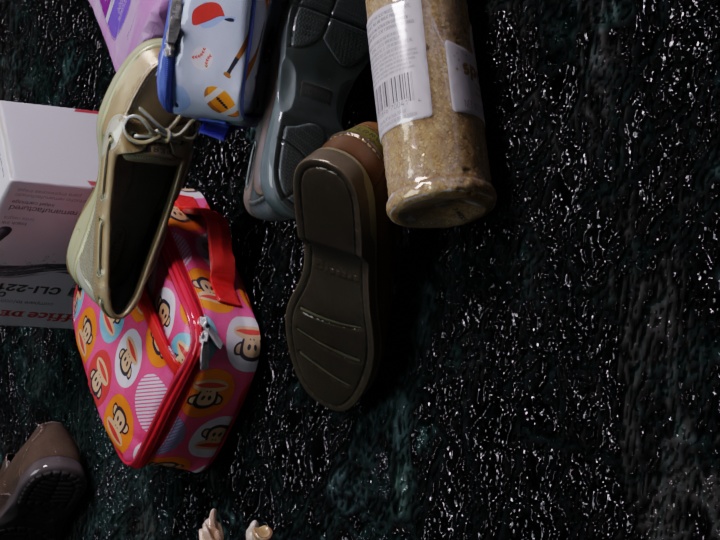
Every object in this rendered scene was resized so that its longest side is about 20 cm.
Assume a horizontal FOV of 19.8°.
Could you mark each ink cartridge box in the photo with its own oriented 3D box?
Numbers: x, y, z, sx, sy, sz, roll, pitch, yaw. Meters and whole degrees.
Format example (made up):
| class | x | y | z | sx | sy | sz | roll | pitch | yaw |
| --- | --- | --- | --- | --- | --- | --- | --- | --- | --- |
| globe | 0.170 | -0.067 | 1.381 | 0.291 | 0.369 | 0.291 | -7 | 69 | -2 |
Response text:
| class | x | y | z | sx | sy | sz | roll | pitch | yaw |
| --- | --- | --- | --- | --- | --- | --- | --- | --- | --- |
| ink cartridge box | -0.257 | -0.040 | 1.692 | 0.200 | 0.143 | 0.084 | -53 | 43 | 45 |

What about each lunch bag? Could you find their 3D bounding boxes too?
| class | x | y | z | sx | sy | sz | roll | pitch | yaw |
| --- | --- | --- | --- | --- | --- | --- | --- | --- | --- |
| lunch bag | -0.086 | -0.169 | 1.382 | 0.200 | 0.075 | 0.162 | -22 | -59 | -81 |
| lunch bag | -0.142 | 0.033 | 1.550 | 0.177 | 0.081 | 0.201 | -61 | 38 | 31 |

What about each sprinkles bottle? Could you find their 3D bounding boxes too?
| class | x | y | z | sx | sy | sz | roll | pitch | yaw |
| --- | --- | --- | --- | --- | --- | --- | --- | --- | --- |
| sprinkles bottle | 0.038 | -0.129 | 1.248 | 0.068 | 0.068 | 0.202 | -33 | 58 | 55 |

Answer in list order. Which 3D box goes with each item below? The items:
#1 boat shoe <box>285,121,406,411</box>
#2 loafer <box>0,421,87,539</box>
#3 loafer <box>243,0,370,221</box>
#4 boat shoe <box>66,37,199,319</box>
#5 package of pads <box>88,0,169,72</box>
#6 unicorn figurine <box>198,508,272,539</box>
| class | x | y | z | sx | sy | sz | roll | pitch | yaw |
| --- | --- | --- | --- | --- | --- | --- | --- | --- | --- |
| boat shoe | 0.000 | 0.000 | 1.306 | 0.072 | 0.068 | 0.201 | 26 | 133 | 23 |
| loafer | -0.290 | 0.199 | 1.811 | 0.200 | 0.073 | 0.071 | -46 | 37 | 43 |
| loafer | -0.038 | -0.128 | 1.346 | 0.063 | 0.072 | 0.201 | -11 | 60 | 55 |
| boat shoe | -0.156 | -0.065 | 1.464 | 0.063 | 0.073 | 0.202 | 46 | 120 | 49 |
| package of pads | -0.160 | -0.229 | 1.612 | 0.121 | 0.075 | 0.201 | -62 | 36 | 35 |
| unicorn figurine | -0.073 | 0.268 | 1.409 | 0.201 | 0.073 | 0.138 | -102 | 21 | -54 |
